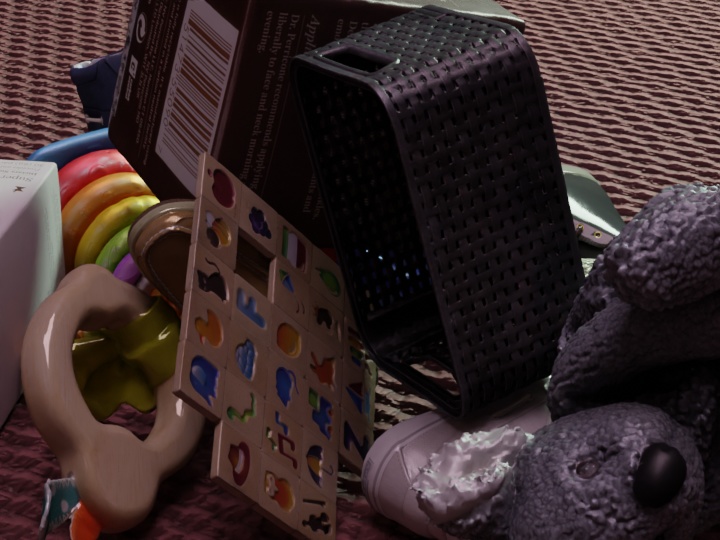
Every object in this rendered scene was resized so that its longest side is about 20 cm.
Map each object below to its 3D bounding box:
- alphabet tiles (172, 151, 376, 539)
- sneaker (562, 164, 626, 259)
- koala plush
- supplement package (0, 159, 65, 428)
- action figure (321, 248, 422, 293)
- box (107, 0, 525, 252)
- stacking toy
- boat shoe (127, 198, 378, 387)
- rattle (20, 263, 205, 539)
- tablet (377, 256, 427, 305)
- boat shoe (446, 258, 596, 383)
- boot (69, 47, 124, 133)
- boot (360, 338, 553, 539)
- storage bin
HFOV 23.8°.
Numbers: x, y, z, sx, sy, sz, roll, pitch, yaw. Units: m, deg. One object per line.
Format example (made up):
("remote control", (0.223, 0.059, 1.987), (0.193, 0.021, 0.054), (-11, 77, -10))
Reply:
("alphabet tiles", (-0.043, 0.054, 0.962), (0.008, 0.167, 0.201), (-24, 45, 29))
("sneaker", (0.116, -0.031, 1.223), (0.199, 0.075, 0.106), (-3, 32, -29))
("koala plush", (0.136, 0.095, 0.846), (0.200, 0.177, 0.184), (-51, 6, -25))
("supplement package", (-0.271, 0.018, 1.085), (0.120, 0.121, 0.200), (3, 25, 5))
("action figure", (0.000, 0.000, 1.148), (0.198, 0.066, 0.099), (14, 27, -5))
("box", (-0.033, -0.120, 1.100), (0.199, 0.167, 0.164), (3, 25, -31))
("stacking toy", (-0.152, -0.003, 1.185), (0.109, 0.117, 0.200), (-20, 45, -29))
("boat shoe", (-0.055, 0.030, 1.022), (0.200, 0.072, 0.076), (33, 25, -35))
("rattle", (-0.175, 0.106, 0.977), (0.142, 0.130, 0.201), (-13, 52, 24))
("tablet", (0.016, -0.004, 1.228), (0.130, 0.014, 0.199), (39, 40, 26))
("boat shoe", (0.114, 0.041, 1.113), (0.074, 0.063, 0.200), (-3, 19, 29))
("boot", (-0.147, -0.128, 1.280), (0.199, 0.091, 0.073), (-7, 20, 44))
("boot", (0.103, 0.102, 0.978), (0.199, 0.074, 0.095), (-27, 36, -31))
("storage bin", (0.046, -0.036, 0.963), (0.093, 0.201, 0.135), (-22, 23, -19))
